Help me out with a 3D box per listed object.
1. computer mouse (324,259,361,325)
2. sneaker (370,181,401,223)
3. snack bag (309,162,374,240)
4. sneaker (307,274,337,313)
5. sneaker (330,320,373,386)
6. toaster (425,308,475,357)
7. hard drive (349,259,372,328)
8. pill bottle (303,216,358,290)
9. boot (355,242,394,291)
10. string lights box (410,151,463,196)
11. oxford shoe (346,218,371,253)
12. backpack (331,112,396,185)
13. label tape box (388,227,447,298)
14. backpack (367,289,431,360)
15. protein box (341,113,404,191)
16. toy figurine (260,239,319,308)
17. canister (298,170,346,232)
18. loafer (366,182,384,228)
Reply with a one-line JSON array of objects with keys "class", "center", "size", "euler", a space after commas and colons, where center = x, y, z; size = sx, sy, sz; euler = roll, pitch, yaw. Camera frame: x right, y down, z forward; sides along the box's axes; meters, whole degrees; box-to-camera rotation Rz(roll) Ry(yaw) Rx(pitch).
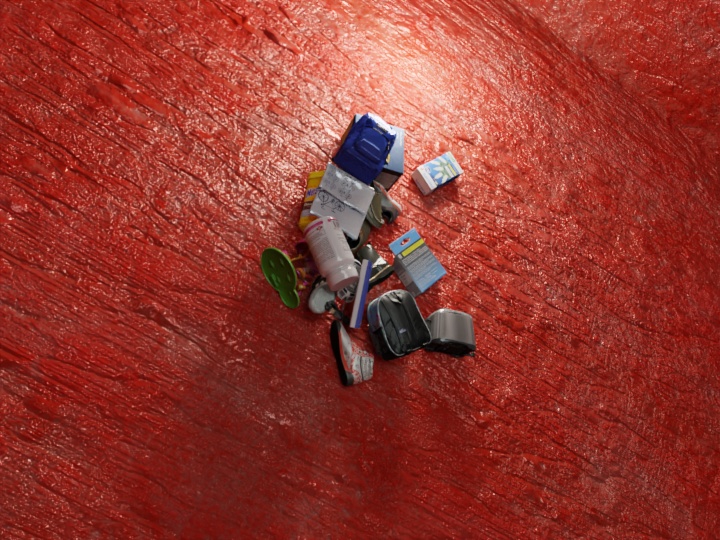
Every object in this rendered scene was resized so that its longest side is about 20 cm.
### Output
[{"class": "computer mouse", "center": [-0.045, 0.061, 1.634], "size": [0.109, 0.044, 0.202], "euler": [36, 62, -34]}, {"class": "sneaker", "center": [0.059, -0.247, 1.876], "size": [0.199, 0.077, 0.082], "euler": [40, 63, -5]}, {"class": "snack bag", "center": [-0.058, -0.222, 1.678], "size": [0.187, 0.021, 0.202], "euler": [29, 64, -17]}, {"class": "sneaker", "center": [-0.116, 0.066, 1.641], "size": [0.079, 0.079, 0.200], "euler": [57, 44, -19]}, {"class": "sneaker", "center": [-0.023, 0.248, 1.622], "size": [0.107, 0.067, 0.204], "euler": [-7, 75, -29]}, {"class": "toaster", "center": [0.309, 0.212, 1.773], "size": [0.198, 0.114, 0.131], "euler": [13, 61, -19]}, {"class": "hard drive", "center": [0.003, 0.075, 1.602], "size": [0.025, 0.132, 0.203], "euler": [11, 85, 5]}, {"class": "pill bottle", "center": [-0.086, -0.050, 1.570], "size": [0.112, 0.113, 0.202], "euler": [-15, 72, -30]}, {"class": "boot", "center": [0.000, 0.000, 1.750], "size": [0.199, 0.078, 0.139], "euler": [-29, 71, -35]}, {"class": "string lights box", "center": [0.301, -0.380, 2.060], "size": [0.199, 0.059, 0.103], "euler": [-31, 85, -33]}, {"class": "oxford shoe", "center": [-0.006, -0.117, 1.784], "size": [0.070, 0.075, 0.201], "euler": [35, 57, -6]}, {"class": "backpack", "center": [0.035, -0.413, 1.724], "size": [0.162, 0.167, 0.201], "euler": [36, 56, -16]}, {"class": "label tape box", "center": [0.189, -0.027, 1.847], "size": [0.144, 0.063, 0.201], "euler": [-33, 85, -33]}, {"class": "backpack", "center": [0.111, 0.170, 1.670], "size": [0.176, 0.150, 0.202], "euler": [-16, 83, -33]}, {"class": "protein box", "center": [0.043, -0.425, 1.907], "size": [0.198, 0.135, 0.201], "euler": [12, 64, -21]}, {"class": "toy figurine", "center": [-0.184, -0.013, 1.635], "size": [0.184, 0.149, 0.202], "euler": [-34, 107, -42]}, {"class": "canister", "center": [-0.120, -0.223, 1.739], "size": [0.147, 0.087, 0.202], "euler": [-1, 64, 21]}, {"class": "loafer", "center": [0.041, -0.244, 1.817], "size": [0.202, 0.069, 0.075], "euler": [68, 23, 0]}]
